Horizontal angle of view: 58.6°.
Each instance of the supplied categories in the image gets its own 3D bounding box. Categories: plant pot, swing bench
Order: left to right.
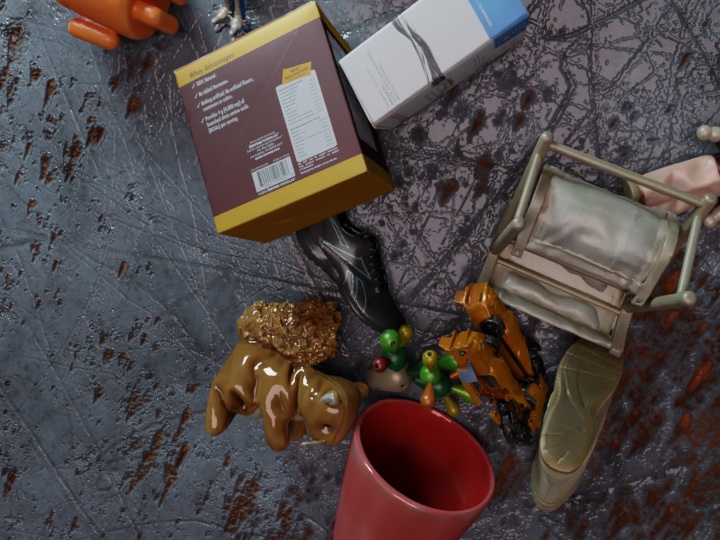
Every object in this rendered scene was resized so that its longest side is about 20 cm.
[{"bbox_3d":[0.055,0.303,0.843,0.196,0.201,0.181,24,114,6],"label":"plant pot"},{"bbox_3d":[0.256,-0.021,0.740,0.194,0.201,0.132,23,68,7],"label":"swing bench"}]

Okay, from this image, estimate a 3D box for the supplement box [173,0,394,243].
[{"bbox_3d":[-0.089,-0.167,0.777,0.193,0.132,0.205,-19,82,15],"label":"supplement box"}]

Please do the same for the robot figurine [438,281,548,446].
[{"bbox_3d":[0.173,0.119,0.790,0.057,0.147,0.201,-9,129,39],"label":"robot figurine"}]

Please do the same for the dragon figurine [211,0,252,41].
[{"bbox_3d":[-0.144,-0.393,0.804,0.057,0.099,0.205,20,86,8],"label":"dragon figurine"}]

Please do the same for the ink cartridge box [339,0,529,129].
[{"bbox_3d":[0.086,-0.254,0.738,0.197,0.145,0.085,-32,92,15],"label":"ink cartridge box"}]

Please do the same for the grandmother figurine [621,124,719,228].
[{"bbox_3d":[0.411,-0.113,0.746,0.195,0.061,0.123,-16,125,11],"label":"grandmother figurine"}]

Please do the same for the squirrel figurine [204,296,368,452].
[{"bbox_3d":[-0.083,0.134,0.842,0.182,0.140,0.206,5,85,31],"label":"squirrel figurine"}]

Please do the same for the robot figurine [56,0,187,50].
[{"bbox_3d":[-0.319,-0.375,0.818,0.196,0.118,0.145,26,140,6],"label":"robot figurine"}]

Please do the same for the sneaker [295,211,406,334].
[{"bbox_3d":[0.000,0.000,0.844,0.079,0.075,0.201,-40,91,14],"label":"sneaker"}]

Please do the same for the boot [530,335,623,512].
[{"bbox_3d":[0.272,0.194,0.817,0.071,0.202,0.157,18,146,22],"label":"boot"}]

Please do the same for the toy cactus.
[{"bbox_3d":[0.076,0.140,0.837,0.163,0.197,0.105,-19,59,43],"label":"toy cactus"}]
